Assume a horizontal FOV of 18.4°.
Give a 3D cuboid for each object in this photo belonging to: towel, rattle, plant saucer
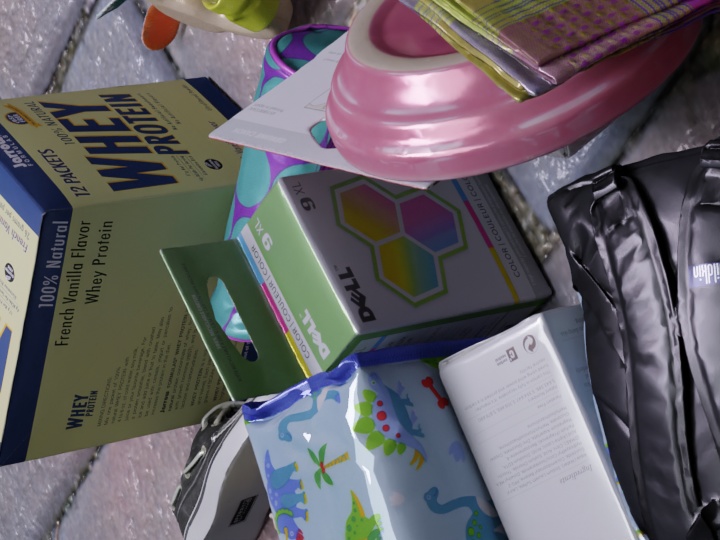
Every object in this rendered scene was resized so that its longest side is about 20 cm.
[{"bbox_3d":[0.114,-0.151,1.052,0.144,0.199,0.023,42,148,39],"label":"towel"},{"bbox_3d":[-0.102,-0.220,1.442,0.200,0.129,0.144,-172,85,-80],"label":"rattle"},{"bbox_3d":[0.071,-0.120,1.112,0.200,0.200,0.051,18,139,51],"label":"plant saucer"}]

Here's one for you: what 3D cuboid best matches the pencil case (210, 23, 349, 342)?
[{"bbox_3d":[-0.036,-0.050,1.372,0.093,0.084,0.201,-122,38,-51],"label":"pencil case"}]

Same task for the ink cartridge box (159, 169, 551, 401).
[{"bbox_3d":[0.000,0.000,1.235,0.059,0.199,0.104,-51,58,45],"label":"ink cartridge box"}]

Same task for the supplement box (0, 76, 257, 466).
[{"bbox_3d":[-0.170,-0.003,1.470,0.134,0.198,0.201,44,131,39],"label":"supplement box"}]

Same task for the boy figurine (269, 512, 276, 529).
[{"bbox_3d":[-0.021,0.197,1.429,0.125,0.064,0.201,58,138,28],"label":"boy figurine"}]

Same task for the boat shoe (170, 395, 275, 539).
[{"bbox_3d":[-0.087,0.125,1.496,0.064,0.070,0.201,58,140,26],"label":"boat shoe"}]

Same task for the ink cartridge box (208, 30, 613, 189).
[{"bbox_3d":[0.042,-0.090,1.181,0.199,0.173,0.044,16,139,51],"label":"ink cartridge box"}]

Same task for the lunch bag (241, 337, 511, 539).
[{"bbox_3d":[0.051,0.129,1.196,0.127,0.199,0.172,-25,77,45],"label":"lunch bag"}]

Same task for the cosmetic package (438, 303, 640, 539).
[{"bbox_3d":[0.134,0.118,1.133,0.081,0.112,0.202,-29,77,39],"label":"cosmetic package"}]

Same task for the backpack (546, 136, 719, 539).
[{"bbox_3d":[0.185,0.051,1.050,0.162,0.153,0.202,-17,66,35],"label":"backpack"}]
